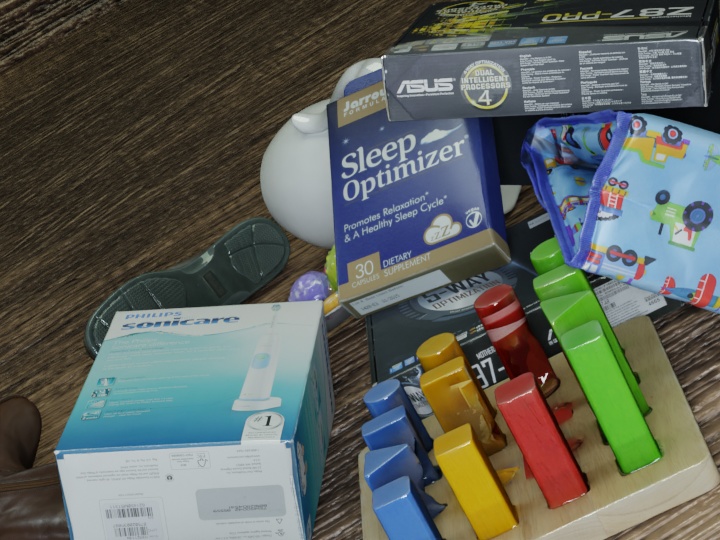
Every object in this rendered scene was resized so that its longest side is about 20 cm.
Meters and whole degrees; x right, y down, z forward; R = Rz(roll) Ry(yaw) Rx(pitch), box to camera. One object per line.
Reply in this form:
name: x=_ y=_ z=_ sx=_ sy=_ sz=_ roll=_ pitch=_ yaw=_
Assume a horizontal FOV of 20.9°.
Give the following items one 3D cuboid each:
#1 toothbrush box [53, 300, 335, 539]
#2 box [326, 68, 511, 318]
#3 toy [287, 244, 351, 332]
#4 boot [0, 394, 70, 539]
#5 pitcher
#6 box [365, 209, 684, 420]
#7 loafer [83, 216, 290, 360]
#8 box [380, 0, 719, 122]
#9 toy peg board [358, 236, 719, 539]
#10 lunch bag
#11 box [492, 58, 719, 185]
toothbrush box: x=-0.098 y=0.099 z=1.232 sx=0.145 sy=0.086 sz=0.200 roll=-4 pitch=24 yaw=5
box: x=0.036 y=-0.076 z=1.342 sx=0.120 sy=0.032 sz=0.202 roll=-21 pitch=52 yaw=24
toy: x=0.000 y=0.000 z=1.410 sx=0.199 sy=0.047 sz=0.115 roll=-32 pitch=-9 yaw=-17
boot: x=-0.209 y=0.140 z=1.377 sx=0.199 sy=0.064 sz=0.187 roll=-19 pitch=34 yaw=34
pitcher: x=0.003 y=-0.096 z=1.523 sx=0.199 sy=0.172 sz=0.122 roll=-9 pitch=49 yaw=42
box: x=0.101 y=0.021 z=1.277 sx=0.199 sy=0.044 sz=0.160 roll=-26 pitch=19 yaw=8
loafer: x=-0.144 y=0.026 z=1.598 sx=0.199 sy=0.072 sz=0.063 roll=-31 pitch=-2 yaw=-29
box: x=0.126 y=-0.139 z=1.238 sx=0.198 sy=0.050 sz=0.161 roll=-2 pitch=21 yaw=16
toy peg board: x=0.075 y=0.077 z=1.091 sx=0.198 sy=0.098 sz=0.200 roll=-26 pitch=19 yaw=8
lunch bag: x=0.183 y=-0.046 z=1.161 sx=0.200 sy=0.149 sz=0.095 roll=-118 pitch=45 yaw=-75
box: x=0.201 y=-0.121 z=1.374 sx=0.199 sy=0.080 sz=0.141 roll=-20 pitch=15 yaw=-29
